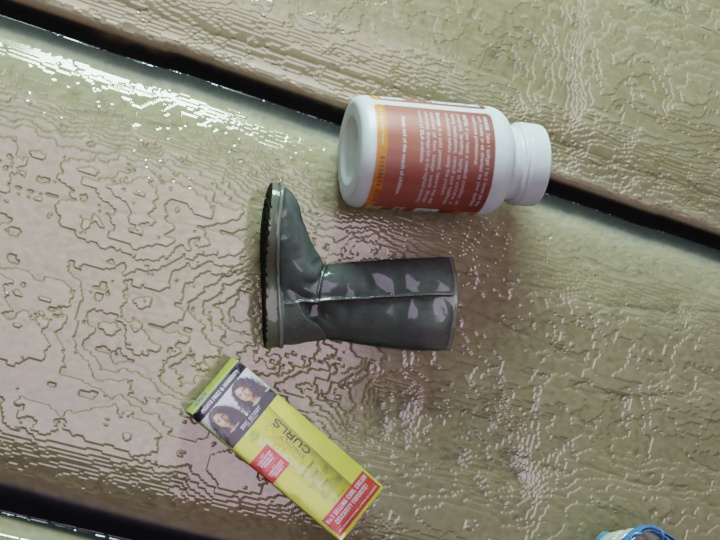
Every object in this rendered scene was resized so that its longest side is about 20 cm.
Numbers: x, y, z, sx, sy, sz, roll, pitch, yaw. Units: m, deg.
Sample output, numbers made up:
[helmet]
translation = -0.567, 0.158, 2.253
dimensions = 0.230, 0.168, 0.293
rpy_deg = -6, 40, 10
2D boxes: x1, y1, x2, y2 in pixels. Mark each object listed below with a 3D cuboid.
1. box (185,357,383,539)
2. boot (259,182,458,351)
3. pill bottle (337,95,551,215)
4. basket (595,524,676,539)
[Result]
[box]
translation = -0.076, 0.179, 1.214
dimensions = 0.200, 0.050, 0.075
rpy_deg = 43, 79, -11
[boot]
translation = 0.000, -0.002, 1.224
dimensions = 0.199, 0.073, 0.182
rpy_deg = -2, 104, -8
[pill bottle]
translation = 0.084, -0.113, 1.224
dimensions = 0.199, 0.112, 0.113
rpy_deg = 3, 89, -14
[basket]
translation = 0.301, 0.345, 1.235
dimensions = 0.139, 0.200, 0.176
rpy_deg = -43, 101, -11
